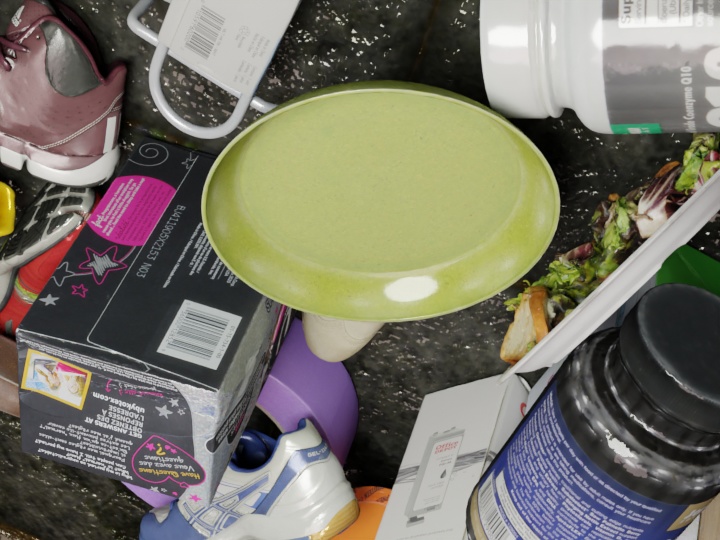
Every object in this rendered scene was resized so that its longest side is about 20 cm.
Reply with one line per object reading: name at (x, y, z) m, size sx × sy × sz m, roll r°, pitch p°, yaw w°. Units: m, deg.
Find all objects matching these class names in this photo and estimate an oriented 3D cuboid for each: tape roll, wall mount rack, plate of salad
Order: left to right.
tape roll at (-0.104, 0.110, 1.019) m, size 0.198 × 0.066 × 0.201 m, roll 10°, pitch 131°, yaw 12°
wall mount rack at (-0.036, -0.153, 0.776) m, size 0.173 × 0.075 × 0.200 m, roll 31°, pitch 132°, yaw -2°
plate of salad at (0.141, -0.012, 0.754) m, size 0.048 × 0.200 × 0.200 m, roll 46°, pitch 131°, yaw 7°

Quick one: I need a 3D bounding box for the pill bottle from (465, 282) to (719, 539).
pill bottle at (0.146, 0.104, 0.768) m, size 0.111 × 0.112 × 0.201 m, roll 26°, pitch 131°, yaw -3°

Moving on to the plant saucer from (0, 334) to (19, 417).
plant saucer at (-0.295, 0.068, 1.023) m, size 0.199 × 0.035 × 0.200 m, roll 20°, pitch 162°, yaw 7°

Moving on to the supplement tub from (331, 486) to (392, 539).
supplement tub at (0.021, 0.257, 1.036) m, size 0.121 × 0.123 × 0.201 m, roll 4°, pitch 142°, yaw 16°

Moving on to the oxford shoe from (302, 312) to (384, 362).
oxford shoe at (0.000, 0.000, 0.884) m, size 0.070 × 0.074 × 0.201 m, roll 23°, pitch 132°, yaw -1°

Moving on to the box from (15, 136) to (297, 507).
box at (-0.117, 0.029, 0.865) m, size 0.131 × 0.201 × 0.115 m, roll 16°, pitch 134°, yaw 6°

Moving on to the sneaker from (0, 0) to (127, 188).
sneaker at (-0.241, -0.133, 0.855) m, size 0.198 × 0.076 × 0.116 m, roll 13°, pitch 116°, yaw -14°

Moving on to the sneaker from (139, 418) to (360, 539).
sneaker at (-0.089, 0.156, 0.974) m, size 0.199 × 0.075 × 0.089 m, roll -18°, pitch 97°, yaw 34°

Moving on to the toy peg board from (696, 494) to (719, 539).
toy peg board at (0.300, 0.178, 0.789) m, size 0.197 × 0.098 × 0.201 m, roll 4°, pitch 128°, yaw 12°

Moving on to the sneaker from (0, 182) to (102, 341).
sneaker at (-0.218, 0.000, 0.970) m, size 0.085 × 0.077 × 0.200 m, roll 33°, pitch 142°, yaw -16°

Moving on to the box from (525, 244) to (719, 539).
box at (0.229, 0.101, 0.877) m, size 0.199 × 0.097 × 0.177 m, roll 28°, pitch 130°, yaw -6°

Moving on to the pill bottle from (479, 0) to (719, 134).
pill bottle at (0.168, -0.127, 0.695) m, size 0.198 × 0.113 × 0.114 m, roll 1°, pitch 129°, yaw 19°

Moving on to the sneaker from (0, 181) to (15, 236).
sneaker at (-0.300, -0.057, 0.862) m, size 0.077 × 0.200 × 0.074 m, roll -2°, pitch 87°, yaw 28°

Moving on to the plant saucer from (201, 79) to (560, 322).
plant saucer at (0.011, -0.040, 0.757) m, size 0.198 × 0.031 × 0.201 m, roll 0°, pitch 143°, yaw 0°

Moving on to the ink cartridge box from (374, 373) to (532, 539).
ink cartridge box at (0.088, 0.195, 0.932) m, size 0.082 × 0.201 × 0.147 m, roll -18°, pitch 121°, yaw 33°
